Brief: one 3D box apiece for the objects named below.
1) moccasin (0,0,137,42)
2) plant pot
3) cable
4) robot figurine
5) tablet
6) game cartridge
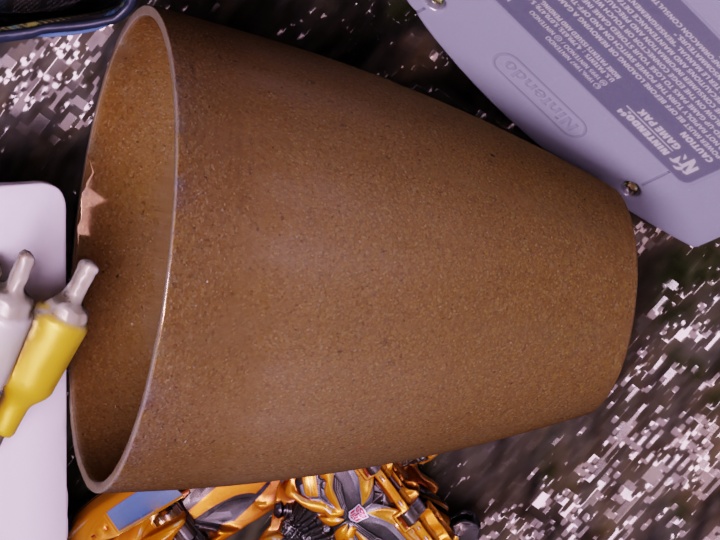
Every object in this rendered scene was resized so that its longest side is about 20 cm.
[{"bbox_3d":[-0.178,-0.120,1.130,0.199,0.068,0.081,-8,119,-20],"label":"moccasin"},{"bbox_3d":[0.000,0.000,1.168,0.199,0.187,0.187,5,112,-17],"label":"plant pot"},{"bbox_3d":[-0.167,0.077,1.160,0.097,0.050,0.201,6,109,-20],"label":"cable"},{"bbox_3d":[-0.048,0.123,1.263,0.200,0.058,0.145,-33,107,12],"label":"robot figurine"},{"bbox_3d":[-0.181,0.061,1.187,0.129,0.014,0.201,-3,113,-13],"label":"tablet"},{"bbox_3d":[0.104,-0.095,1.157,0.200,0.042,0.133,42,142,-23],"label":"game cartridge"}]
